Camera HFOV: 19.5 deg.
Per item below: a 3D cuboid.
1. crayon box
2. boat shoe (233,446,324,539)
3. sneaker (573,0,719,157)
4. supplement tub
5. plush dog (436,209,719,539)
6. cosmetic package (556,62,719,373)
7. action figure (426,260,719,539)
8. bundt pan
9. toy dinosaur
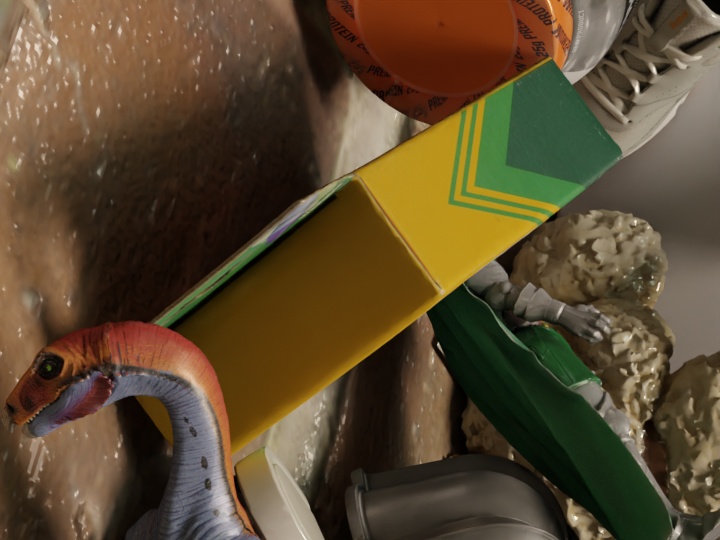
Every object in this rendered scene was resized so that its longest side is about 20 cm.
[{"bbox_3d":[0.000,0.000,0.732,0.052,0.126,0.200,54,33,2],"label":"crayon box"},{"bbox_3d":[-0.022,0.143,0.766,0.200,0.060,0.074,63,2,-47],"label":"boat shoe"},{"bbox_3d":[0.137,-0.112,0.951,0.076,0.200,0.092,43,25,0],"label":"sneaker"},{"bbox_3d":[0.068,-0.150,0.869,0.200,0.122,0.123,-57,138,-46],"label":"supplement tub"},{"bbox_3d":[0.138,0.081,0.947,0.160,0.172,0.200,-28,116,-59],"label":"plush dog"},{"bbox_3d":[0.191,-0.051,1.103,0.200,0.123,0.200,-13,102,-63],"label":"cosmetic package"},{"bbox_3d":[0.075,0.044,0.853,0.055,0.200,0.118,-33,154,-12],"label":"action figure"},{"bbox_3d":[0.065,0.160,0.819,0.202,0.076,0.202,-22,90,-84],"label":"bundt pan"},{"bbox_3d":[-0.060,0.103,0.660,0.200,0.105,0.182,-12,106,-73],"label":"toy dinosaur"}]
